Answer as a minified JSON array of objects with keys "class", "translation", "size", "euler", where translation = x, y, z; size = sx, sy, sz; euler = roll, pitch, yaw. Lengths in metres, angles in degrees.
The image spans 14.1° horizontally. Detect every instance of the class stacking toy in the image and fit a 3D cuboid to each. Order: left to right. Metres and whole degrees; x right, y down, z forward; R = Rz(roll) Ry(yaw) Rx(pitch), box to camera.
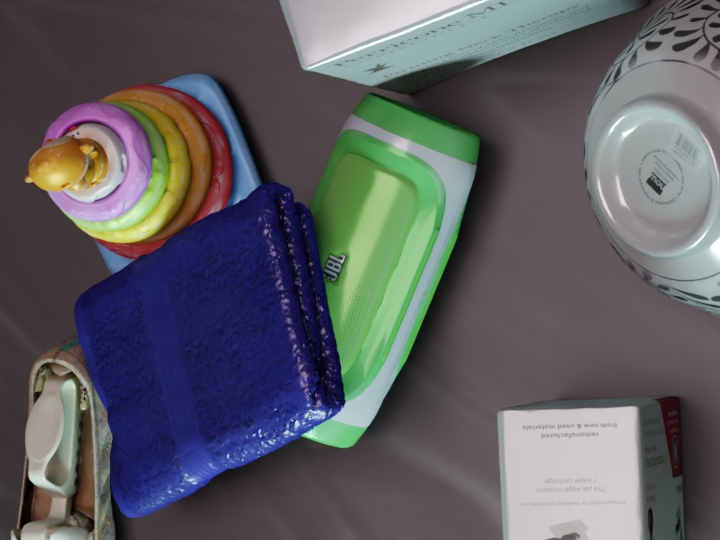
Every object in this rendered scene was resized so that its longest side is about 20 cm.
[{"class":"stacking toy","translation":[-0.148,-0.060,1.716],"size":[0.116,0.200,0.110],"euler":[-26,82,16]}]

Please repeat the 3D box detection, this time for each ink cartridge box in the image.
[{"class":"ink cartridge box","translation":[0.136,0.174,1.650],"size":[0.083,0.147,0.200],"euler":[-3,89,16]}]

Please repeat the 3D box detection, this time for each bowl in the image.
[{"class":"bowl","translation":[0.191,-0.057,1.622],"size":[0.201,0.094,0.201],"euler":[13,110,40]}]

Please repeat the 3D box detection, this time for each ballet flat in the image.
[{"class":"ballet flat","translation":[-0.188,0.140,1.794],"size":[0.068,0.067,0.200],"euler":[1,90,19]}]

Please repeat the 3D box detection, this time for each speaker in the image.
[{"class":"speaker","translation":[0.000,0.000,1.729],"size":[0.088,0.088,0.200],"euler":[24,96,16]}]

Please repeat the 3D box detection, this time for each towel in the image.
[{"class":"towel","translation":[-0.086,0.048,1.713],"size":[0.200,0.050,0.148],"euler":[-30,69,45]}]

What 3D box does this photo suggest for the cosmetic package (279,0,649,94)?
[{"class":"cosmetic package","translation":[0.044,-0.209,1.658],"size":[0.167,0.200,0.166],"euler":[-20,83,17]}]
